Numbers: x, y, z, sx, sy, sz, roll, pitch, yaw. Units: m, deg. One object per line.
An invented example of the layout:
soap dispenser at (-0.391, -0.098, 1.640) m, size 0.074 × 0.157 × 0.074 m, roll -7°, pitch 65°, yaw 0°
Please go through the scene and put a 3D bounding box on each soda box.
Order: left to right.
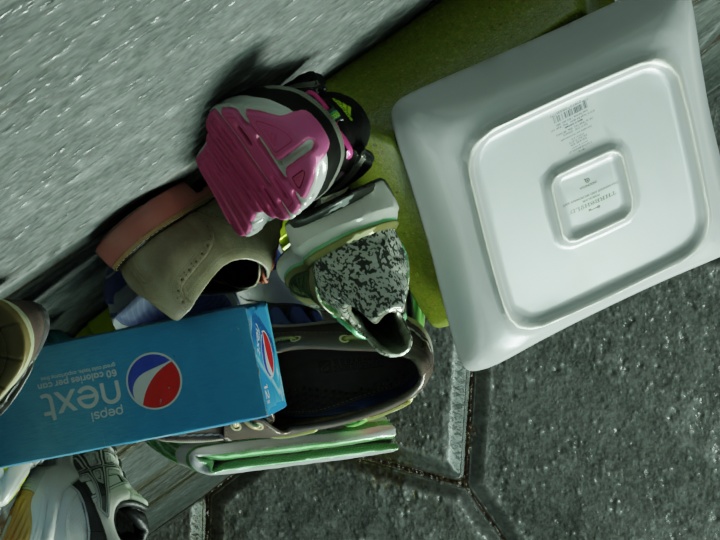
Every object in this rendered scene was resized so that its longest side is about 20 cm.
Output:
soda box at (-0.150, 0.070, 1.583) m, size 0.200 × 0.068 × 0.064 m, roll -11°, pitch 180°, yaw 10°

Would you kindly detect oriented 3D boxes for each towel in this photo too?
towel at (-0.079, 0.093, 1.770) m, size 0.152 × 0.023 × 0.200 m, roll -7°, pitch -164°, yaw -22°

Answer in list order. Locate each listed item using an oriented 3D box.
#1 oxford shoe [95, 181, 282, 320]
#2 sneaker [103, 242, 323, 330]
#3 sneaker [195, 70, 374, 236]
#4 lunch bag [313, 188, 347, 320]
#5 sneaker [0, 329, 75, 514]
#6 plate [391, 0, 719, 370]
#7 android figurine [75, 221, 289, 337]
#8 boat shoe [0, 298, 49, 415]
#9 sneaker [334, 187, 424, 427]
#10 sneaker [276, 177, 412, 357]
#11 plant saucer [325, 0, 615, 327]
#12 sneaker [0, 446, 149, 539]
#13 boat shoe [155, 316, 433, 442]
oxford shoe at (-0.076, -0.022, 1.603) m, size 0.200 × 0.075 × 0.070 m, roll -31°, pitch 171°, yaw -48°
sneaker at (-0.099, 0.006, 1.715) m, size 0.081 × 0.115 × 0.199 m, roll -39°, pitch 145°, yaw 19°
sneaker at (-0.033, -0.073, 1.456) m, size 0.087 × 0.074 × 0.200 m, roll -34°, pitch 179°, yaw -13°
lunch bag at (0.057, -0.040, 2.065) m, size 0.200 × 0.118 × 0.164 m, roll -29°, pitch 172°, yaw -18°
sneaker at (-0.238, 0.101, 1.668) m, size 0.077 × 0.080 × 0.200 m, roll -28°, pitch -159°, yaw 46°
plate at (0.132, -0.051, 1.594) m, size 0.199 × 0.200 × 0.032 m, roll -24°, pitch -147°, yaw -12°
android figurine at (-0.129, 0.024, 1.879) m, size 0.200 × 0.041 × 0.182 m, roll -36°, pitch 175°, yaw -13°
boat shoe at (-0.248, 0.087, 1.504) m, size 0.201 × 0.072 × 0.066 m, roll -42°, pitch 168°, yaw 21°
sneaker at (0.000, 0.000, 1.683) m, size 0.084 × 0.200 × 0.077 m, roll 5°, pitch -167°, yaw -24°
sneaker at (-0.002, 0.015, 1.546) m, size 0.077 × 0.089 × 0.200 m, roll -21°, pitch 169°, yaw -2°
plant saucer at (0.095, -0.078, 1.611) m, size 0.200 × 0.200 × 0.048 m, roll -35°, pitch -145°, yaw -5°
sneaker at (-0.179, 0.154, 1.745) m, size 0.200 × 0.088 × 0.076 m, roll -76°, pitch -170°, yaw -68°
boat shoe at (-0.053, 0.070, 1.630) m, size 0.200 × 0.072 × 0.060 m, roll -9°, pitch -169°, yaw 2°
